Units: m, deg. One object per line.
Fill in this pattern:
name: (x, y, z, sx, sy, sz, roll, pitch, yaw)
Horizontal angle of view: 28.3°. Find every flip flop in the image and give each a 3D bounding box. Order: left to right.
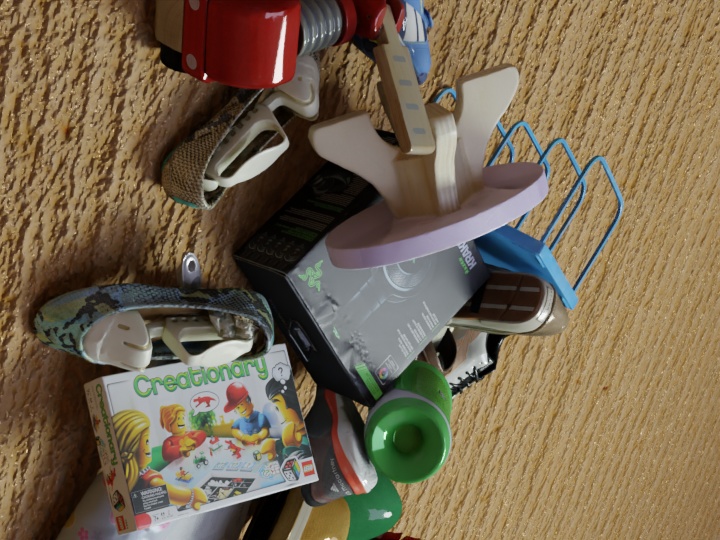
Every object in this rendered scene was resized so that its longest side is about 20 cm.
flip flop: (0.081, 0.083, 1.589, 0.081, 0.057, 0.202, 27, 90, -43)

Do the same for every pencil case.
pencil case: (-0.214, 0.233, 1.266, 0.201, 0.090, 0.083, -57, 174, 8)

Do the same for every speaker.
speaker: (0.048, 0.144, 1.394, 0.089, 0.088, 0.200, -64, 180, 9)

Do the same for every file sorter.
file sorter: (0.146, -0.078, 1.433, 0.124, 0.199, 0.139, -56, 149, -8)

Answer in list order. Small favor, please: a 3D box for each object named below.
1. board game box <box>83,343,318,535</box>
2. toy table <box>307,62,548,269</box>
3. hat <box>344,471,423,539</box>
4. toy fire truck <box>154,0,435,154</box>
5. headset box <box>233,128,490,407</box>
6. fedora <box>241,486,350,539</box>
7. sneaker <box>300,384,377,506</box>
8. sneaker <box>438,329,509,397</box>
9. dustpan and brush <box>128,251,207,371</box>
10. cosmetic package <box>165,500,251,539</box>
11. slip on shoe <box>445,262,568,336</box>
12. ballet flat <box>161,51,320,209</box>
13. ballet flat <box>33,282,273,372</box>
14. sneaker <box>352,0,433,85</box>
board game box: (-0.132, 0.140, 1.223, 0.198, 0.034, 0.128, -9, 81, -43)
toy table: (0.054, -0.091, 1.206, 0.198, 0.183, 0.119, -23, 111, -18)
hat: (0.023, 0.282, 1.583, 0.199, 0.175, 0.167, -32, 140, -37)
toy fire truck: (-0.036, -0.172, 1.085, 0.175, 0.199, 0.130, -27, 137, -41)
headset box: (0.000, 0.000, 1.340, 0.200, 0.092, 0.175, -45, 125, -21)
fedora: (-0.065, 0.273, 1.454, 0.202, 0.081, 0.201, -59, -171, 15)
sneaker: (-0.039, 0.160, 1.384, 0.081, 0.200, 0.078, -28, 109, 5)
sneaker: (0.107, 0.112, 1.656, 0.201, 0.080, 0.074, -57, 151, 1)
dustpan and brush: (-0.150, 0.047, 1.244, 0.139, 0.057, 0.202, -40, 144, -29)
cosmetic package: (-0.188, 0.286, 1.405, 0.150, 0.051, 0.202, -7, 122, -51)
slip on shoe: (0.122, 0.026, 1.433, 0.060, 0.198, 0.077, 29, 74, -44)
ballet flat: (-0.080, -0.125, 1.183, 0.201, 0.075, 0.068, -50, 143, -15)
ballet flat: (-0.160, 0.049, 1.151, 0.197, 0.074, 0.075, -4, 125, -22)
sneaker: (0.029, -0.236, 1.250, 0.083, 0.073, 0.200, -57, 152, -14)
